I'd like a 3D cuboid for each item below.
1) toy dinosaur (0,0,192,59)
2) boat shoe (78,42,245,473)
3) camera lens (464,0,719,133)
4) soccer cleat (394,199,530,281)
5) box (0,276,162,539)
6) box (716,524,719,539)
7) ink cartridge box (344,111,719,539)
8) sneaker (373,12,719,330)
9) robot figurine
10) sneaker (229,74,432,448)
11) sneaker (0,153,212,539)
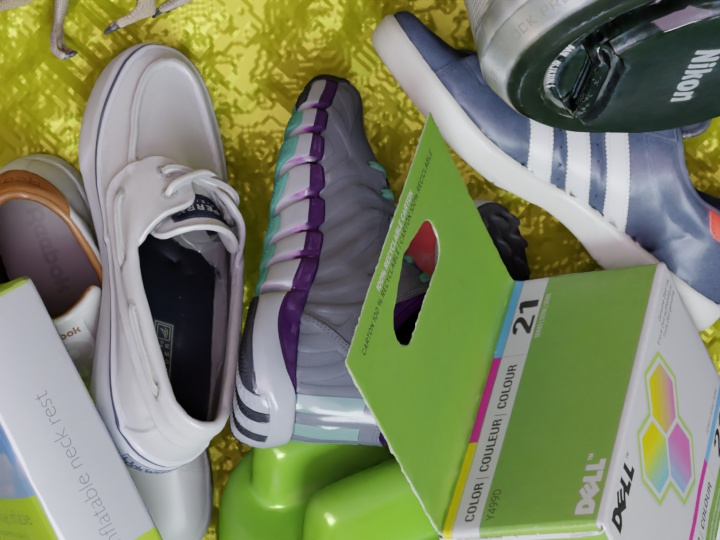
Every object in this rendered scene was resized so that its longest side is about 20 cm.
[{"bbox_3d":[-0.114,-0.159,1.001,0.200,0.058,0.101,-24,96,7],"label":"toy dinosaur"},{"bbox_3d":[-0.077,-0.014,0.979,0.073,0.065,0.200,7,67,-34],"label":"boat shoe"},{"bbox_3d":[0.109,-0.167,0.904,0.160,0.160,0.200,-15,71,6],"label":"camera lens"},{"bbox_3d":[0.043,0.062,1.032,0.073,0.068,0.200,6,113,35],"label":"soccer cleat"},{"bbox_3d":[-0.146,0.084,0.976,0.048,0.122,0.200,-28,98,-25],"label":"box"},{"bbox_3d":[0.147,0.190,1.046,0.075,0.050,0.200,25,101,-1],"label":"box"},{"bbox_3d":[0.079,0.051,0.913,0.076,0.148,0.200,-7,133,27],"label":"ink cartridge box"},{"bbox_3d":[0.100,-0.064,0.990,0.200,0.075,0.085,37,101,-13],"label":"sneaker"},{"bbox_3d":[-0.006,0.145,0.994,0.116,0.175,0.200,-21,136,-26],"label":"robot figurine"},{"bbox_3d":[0.000,0.000,0.968,0.087,0.200,0.074,10,140,0],"label":"sneaker"},{"bbox_3d":[-0.128,0.048,1.024,0.073,0.085,0.200,-24,98,5],"label":"sneaker"}]
